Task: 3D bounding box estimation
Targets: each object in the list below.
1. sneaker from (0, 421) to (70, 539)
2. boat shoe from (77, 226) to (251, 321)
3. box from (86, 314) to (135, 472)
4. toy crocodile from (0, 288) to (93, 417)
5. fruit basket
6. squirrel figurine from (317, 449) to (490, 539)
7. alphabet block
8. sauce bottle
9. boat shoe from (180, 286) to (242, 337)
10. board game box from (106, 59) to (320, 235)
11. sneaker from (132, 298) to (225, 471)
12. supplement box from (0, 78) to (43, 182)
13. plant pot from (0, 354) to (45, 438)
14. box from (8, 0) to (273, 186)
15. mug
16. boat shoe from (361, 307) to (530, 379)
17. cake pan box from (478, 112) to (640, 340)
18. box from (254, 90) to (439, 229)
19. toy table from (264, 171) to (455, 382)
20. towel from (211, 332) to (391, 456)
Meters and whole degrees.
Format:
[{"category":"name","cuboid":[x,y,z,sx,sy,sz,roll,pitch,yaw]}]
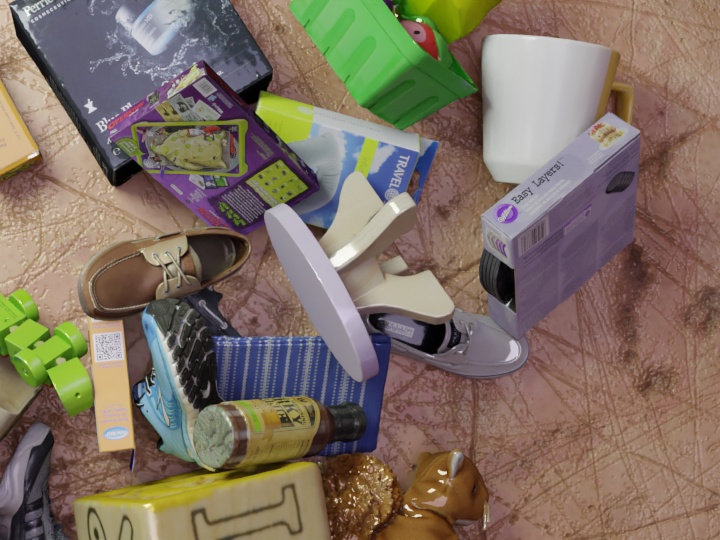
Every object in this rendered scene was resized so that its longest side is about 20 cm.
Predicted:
[{"category":"sneaker","cuboid":[-0.318,0.261,1.417,0.113,0.075,0.201,17,89,-9]},{"category":"boat shoe","cuboid":[-0.188,-0.005,1.363,0.199,0.072,0.076,-26,100,-45]},{"category":"box","cuboid":[-0.254,0.103,1.414,0.041,0.119,0.202,-3,86,-10]},{"category":"toy crocodile","cuboid":[-0.334,0.074,1.395,0.199,0.062,0.067,31,51,31]},{"category":"fruit basket","cuboid":[0.057,-0.274,1.446,0.214,0.155,0.217,-9,73,30]},{"category":"squirrel figurine","cuboid":[0.042,0.261,1.448,0.199,0.141,0.188,30,75,-9]},{"category":"alphabet block","cuboid":[-0.148,0.303,1.358,0.195,0.195,0.202,-8,89,-34]},{"category":"sauce bottle","cuboid":[-0.075,0.157,1.382,0.199,0.064,0.065,0,85,-49]},{"category":"boat shoe","cuboid":[-0.168,0.044,1.460,0.060,0.076,0.201,-35,104,-9]},{"category":"board game box","cuboid":[-0.143,-0.113,1.387,0.120,0.032,0.200,-33,135,13]},{"category":"sneaker","cuboid":[-0.190,0.116,1.366,0.089,0.079,0.201,3,126,17]},{"category":"supplement box","cuboid":[-0.403,-0.190,1.437,0.066,0.069,0.201,-28,89,-10]},{"category":"plant pot","cuboid":[-0.448,0.145,1.350,0.199,0.200,0.178,32,92,-6]},{"category":"box","cuboid":[-0.226,-0.227,1.444,0.196,0.117,0.201,-33,91,-10]},{"category":"mug","cuboid":[0.213,-0.165,1.504,0.185,0.149,0.154,7,93,-2]},{"category":"boat shoe","cuboid":[0.091,0.075,1.501,0.198,0.065,0.074,8,84,-9]},{"category":"cake pan box","cuboid":[0.210,-0.041,1.462,0.200,0.185,0.052,-39,56,-18]},{"category":"box","cuboid":[-0.026,-0.104,1.475,0.199,0.048,0.123,15,120,-8]},{"category":"toy table","cuboid":[0.000,0.000,1.393,0.117,0.184,0.201,-28,79,-14]},{"category":"towel","cuboid":[-0.069,0.130,1.457,0.198,0.024,0.146,0,115,-16]}]
